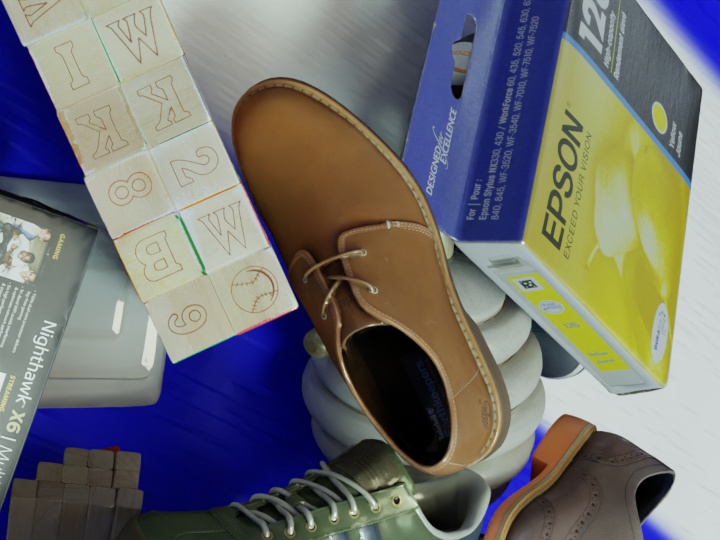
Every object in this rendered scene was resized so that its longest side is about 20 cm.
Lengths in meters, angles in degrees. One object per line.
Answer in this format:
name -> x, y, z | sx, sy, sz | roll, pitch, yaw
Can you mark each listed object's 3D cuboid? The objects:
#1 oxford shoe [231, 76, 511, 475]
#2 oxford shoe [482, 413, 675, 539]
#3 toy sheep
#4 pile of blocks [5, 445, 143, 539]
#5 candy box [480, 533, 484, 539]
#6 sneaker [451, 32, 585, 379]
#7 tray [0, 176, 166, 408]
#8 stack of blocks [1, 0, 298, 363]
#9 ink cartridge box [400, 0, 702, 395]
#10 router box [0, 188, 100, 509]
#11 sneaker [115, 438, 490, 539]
oxford shoe -> 0.000, 0.000, 0.849 | 0.200, 0.071, 0.071 | 58, 19, 6
oxford shoe -> 0.102, 0.144, 0.943 | 0.200, 0.073, 0.071 | -54, 154, -47
toy sheep -> 0.031, 0.057, 0.976 | 0.138, 0.138, 0.200 | -19, 129, -39
pile of blocks -> -0.117, 0.150, 0.921 | 0.062, 0.082, 0.200 | -91, 167, -50
candy box -> 0.057, 0.204, 0.987 | 0.136, 0.200, 0.061 | -29, 119, -34
sneaker -> 0.074, -0.028, 1.028 | 0.079, 0.078, 0.200 | -28, 109, -48
tray -> -0.159, 0.012, 0.861 | 0.200, 0.022, 0.108 | 4, 97, -43
stack of blocks -> -0.097, -0.070, 0.821 | 0.058, 0.115, 0.200 | -24, 100, -2
ink cartridge box -> 0.106, -0.070, 0.976 | 0.200, 0.047, 0.198 | 43, 49, -42
router box -> -0.214, 0.048, 0.772 | 0.157, 0.052, 0.200 | 21, 89, -31
sneaker -> -0.018, 0.112, 0.865 | 0.200, 0.067, 0.090 | 17, 105, -44
